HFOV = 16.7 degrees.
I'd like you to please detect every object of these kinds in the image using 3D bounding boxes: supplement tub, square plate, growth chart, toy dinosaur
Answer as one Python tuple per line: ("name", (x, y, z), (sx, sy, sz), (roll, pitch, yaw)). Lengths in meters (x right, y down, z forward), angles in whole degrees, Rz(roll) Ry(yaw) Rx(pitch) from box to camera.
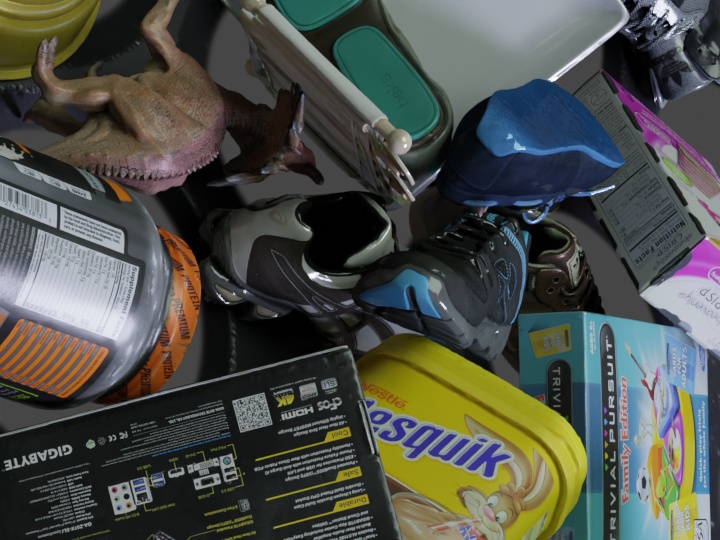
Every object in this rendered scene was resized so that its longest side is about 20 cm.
("supplement tub", (-0.184, -0.003, 1.205), (0.200, 0.122, 0.123), (23, 56, -40))
("square plate", (0.032, -0.173, 1.509), (0.198, 0.028, 0.200), (-39, 103, -3))
("growth chart", (-0.018, -0.089, 1.376), (0.018, 0.200, 0.145), (-44, 84, -7))
("toy dinosaur", (-0.102, -0.075, 1.315), (0.136, 0.086, 0.200), (43, 44, 10))

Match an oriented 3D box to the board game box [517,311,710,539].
("board game box", (0.162, 0.108, 1.526), (0.200, 0.047, 0.151), (9, 78, -61))

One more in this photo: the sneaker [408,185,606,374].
("sneaker", (0.117, 0.014, 1.560), (0.200, 0.076, 0.070), (42, 46, -26))

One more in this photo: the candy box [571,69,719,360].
("candy box", (0.211, -0.030, 1.622), (0.136, 0.061, 0.200), (36, 20, -37))

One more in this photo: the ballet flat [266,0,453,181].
("ballet flat", (-0.008, -0.136, 1.451), (0.200, 0.067, 0.064), (60, -7, 21))

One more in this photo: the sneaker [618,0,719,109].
("sneaker", (0.206, -0.179, 1.746), (0.200, 0.075, 0.114), (0, 70, -50))

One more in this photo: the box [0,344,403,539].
("box", (-0.080, 0.138, 1.216), (0.200, 0.049, 0.160), (-15, 82, -6))

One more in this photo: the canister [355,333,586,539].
("canister", (0.014, 0.134, 1.346), (0.148, 0.087, 0.200), (30, 41, 19))

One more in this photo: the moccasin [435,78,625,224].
("moccasin", (0.094, -0.073, 1.466), (0.080, 0.068, 0.200), (52, 21, 19))

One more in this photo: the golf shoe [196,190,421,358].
("golf shoe", (0.000, 0.000, 1.427), (0.200, 0.094, 0.078), (9, 64, -47))

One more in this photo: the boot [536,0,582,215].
("boot", (0.115, -0.140, 1.581), (0.077, 0.138, 0.200), (-36, 101, -52))

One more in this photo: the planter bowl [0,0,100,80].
("planter bowl", (-0.192, -0.211, 1.323), (0.200, 0.083, 0.201), (23, 56, -39))

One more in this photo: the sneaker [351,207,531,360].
("sneaker", (0.050, -0.001, 1.378), (0.082, 0.073, 0.200), (-66, 168, 1))
